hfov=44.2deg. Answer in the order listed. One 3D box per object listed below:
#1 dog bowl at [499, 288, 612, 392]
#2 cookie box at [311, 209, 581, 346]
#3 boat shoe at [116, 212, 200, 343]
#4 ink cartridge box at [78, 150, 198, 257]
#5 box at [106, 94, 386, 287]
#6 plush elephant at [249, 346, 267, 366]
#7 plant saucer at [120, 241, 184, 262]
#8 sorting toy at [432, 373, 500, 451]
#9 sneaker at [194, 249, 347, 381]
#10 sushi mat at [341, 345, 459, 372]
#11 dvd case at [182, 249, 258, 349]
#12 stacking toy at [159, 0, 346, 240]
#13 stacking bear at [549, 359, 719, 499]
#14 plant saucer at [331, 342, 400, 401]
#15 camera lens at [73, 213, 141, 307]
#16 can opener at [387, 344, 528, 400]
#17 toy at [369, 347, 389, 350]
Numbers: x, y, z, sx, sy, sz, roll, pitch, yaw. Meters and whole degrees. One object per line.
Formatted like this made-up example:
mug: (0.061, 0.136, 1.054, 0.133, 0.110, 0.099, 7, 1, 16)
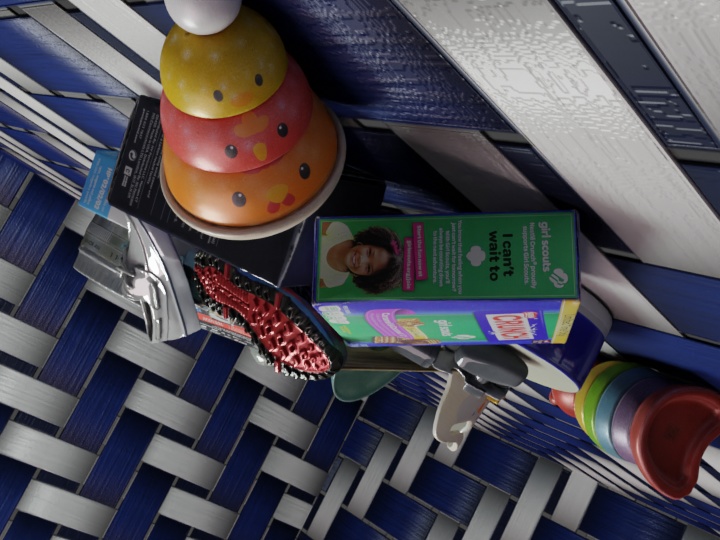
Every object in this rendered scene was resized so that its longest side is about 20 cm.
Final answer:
dog bowl: (0.150, 0.045, 0.908, 0.198, 0.079, 0.200, 27, 171, 5)
cookie box: (0.074, 0.012, 0.727, 0.197, 0.076, 0.171, -2, 164, 9)
boat shoe: (-0.217, 0.006, 0.918, 0.074, 0.065, 0.201, 50, 158, 43)
ink cartridge box: (-0.199, -0.065, 1.002, 0.198, 0.068, 0.115, 25, -169, 7)
box: (-0.100, -0.071, 0.807, 0.198, 0.105, 0.148, 25, -169, 23)
plush elephant: (-0.043, 0.033, 1.119, 0.154, 0.200, 0.166, 19, 133, 30)
plant saucer: (-0.184, -0.038, 1.073, 0.070, 0.198, 0.019, 54, 154, 23)
sorting toy: (0.142, 0.137, 1.113, 0.106, 0.181, 0.200, 24, 171, 20)
sneaker: (-0.070, 0.023, 0.839, 0.095, 0.080, 0.199, -21, -134, -38)
sushi mat: (0.036, 0.091, 0.925, 0.198, 0.012, 0.096, 4, -175, -21)
dvd case: (-0.123, 0.048, 0.998, 0.144, 0.022, 0.200, 20, 158, 3)
stacking toy: (-0.094, -0.130, 0.606, 0.145, 0.147, 0.201, 24, 155, 22)
stacking bear: (0.295, 0.154, 1.015, 0.113, 0.122, 0.200, 30, 179, -26)
plant saucer: (0.031, 0.074, 1.092, 0.036, 0.200, 0.200, 41, 178, 27)
camera lens: (-0.259, -0.058, 1.151, 0.159, 0.202, 0.160, 28, 175, 3)
can opener: (0.070, 0.058, 0.864, 0.199, 0.054, 0.067, 30, 139, -4)
toy: (0.000, 0.000, 0.965, 0.114, 0.047, 0.201, 10, -141, -29)
